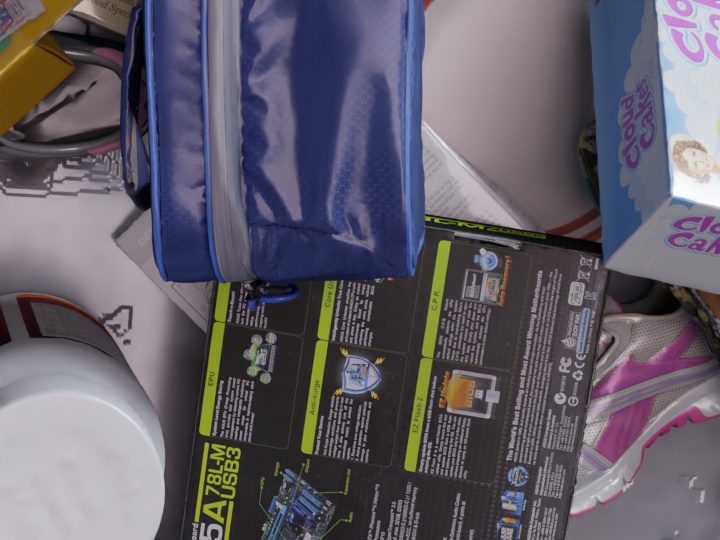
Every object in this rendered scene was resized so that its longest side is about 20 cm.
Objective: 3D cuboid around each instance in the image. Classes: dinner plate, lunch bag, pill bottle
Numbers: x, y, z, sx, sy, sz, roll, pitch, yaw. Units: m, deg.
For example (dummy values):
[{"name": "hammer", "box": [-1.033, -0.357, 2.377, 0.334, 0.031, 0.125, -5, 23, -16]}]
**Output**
[{"name": "dinner plate", "box": [0.088, -0.091, 0.981, 0.198, 0.024, 0.202, -3, 100, -14]}, {"name": "lunch bag", "box": [-0.038, -0.081, 0.814, 0.131, 0.136, 0.202, 1, 99, 4]}, {"name": "pill bottle", "box": [-0.149, 0.079, 0.855, 0.109, 0.200, 0.111, -2, 100, -14]}]

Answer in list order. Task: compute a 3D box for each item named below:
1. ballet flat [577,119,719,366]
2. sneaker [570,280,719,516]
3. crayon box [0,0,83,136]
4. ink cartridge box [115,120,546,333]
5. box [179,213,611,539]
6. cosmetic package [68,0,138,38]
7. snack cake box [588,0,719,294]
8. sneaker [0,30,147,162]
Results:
[{"name": "ballet flat", "box": [0.188, -0.005, 0.943, 0.072, 0.072, 0.201, -33, 84, -7]}, {"name": "sneaker", "box": [0.125, 0.061, 0.992, 0.199, 0.081, 0.089, -33, 104, -16]}, {"name": "crayon box", "box": [-0.220, -0.096, 0.832, 0.200, 0.052, 0.126, -41, 77, 6]}, {"name": "ink cartridge box", "box": [0.000, 0.000, 0.954, 0.200, 0.050, 0.161, 45, 99, -2]}, {"name": "box", "box": [0.015, 0.071, 0.919, 0.192, 0.048, 0.202, 9, 100, 6]}, {"name": "cosmetic package", "box": [-0.069, -0.203, 0.898, 0.103, 0.073, 0.201, 19, 95, -17]}, {"name": "snack cake box", "box": [0.177, -0.088, 0.903, 0.114, 0.067, 0.201, 13, 55, -18]}, {"name": "sneaker", "box": [-0.192, -0.084, 0.878, 0.198, 0.082, 0.071, -5, 100, -9]}]
